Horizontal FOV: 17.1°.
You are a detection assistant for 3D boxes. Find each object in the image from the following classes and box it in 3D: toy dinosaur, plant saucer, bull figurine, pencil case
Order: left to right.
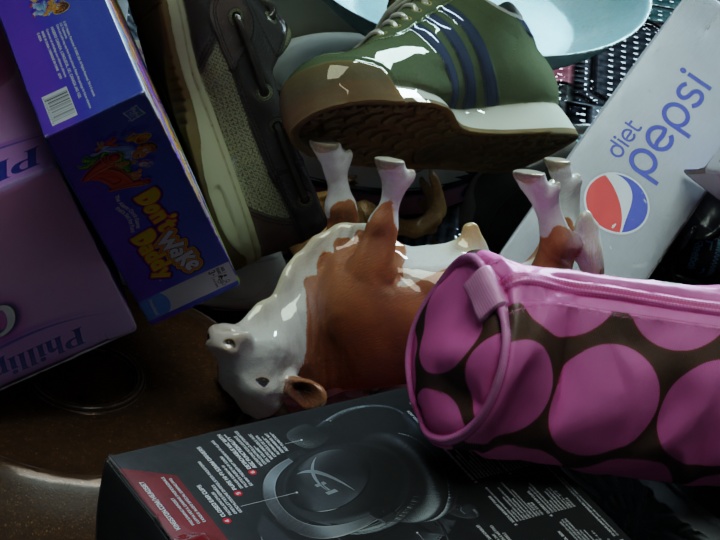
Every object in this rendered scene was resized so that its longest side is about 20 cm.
[{"bbox_3d":[-0.125,0.060,1.084,0.200,0.035,0.200,8,33,-5],"label":"plant saucer"},{"bbox_3d":[0.000,0.000,1.198,0.106,0.060,0.200,-15,48,-25],"label":"toy dinosaur"},{"bbox_3d":[0.023,0.007,1.082,0.200,0.122,0.065,2,13,-23],"label":"bull figurine"},{"bbox_3d":[0.059,-0.151,1.321,0.201,0.039,0.201,7,31,-4],"label":"plant saucer"},{"bbox_3d":[0.124,0.039,0.995,0.200,0.094,0.091,5,55,-19],"label":"pencil case"}]

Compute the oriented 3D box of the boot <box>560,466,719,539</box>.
[{"bbox_3d":[0.193,0.083,1.100,0.200,0.066,0.165,-21,52,-35],"label":"boot"}]

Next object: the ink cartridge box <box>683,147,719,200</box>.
[{"bbox_3d":[0.248,0.003,1.079,0.198,0.043,0.200,38,1,-5],"label":"ink cartridge box"}]

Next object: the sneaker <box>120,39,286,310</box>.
[{"bbox_3d":[-0.111,-0.053,1.194,0.200,0.100,0.075,37,32,26],"label":"sneaker"}]

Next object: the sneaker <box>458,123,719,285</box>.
[{"bbox_3d":[0.150,-0.031,1.262,0.200,0.075,0.079,-5,37,-21],"label":"sneaker"}]

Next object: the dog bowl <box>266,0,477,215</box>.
[{"bbox_3d":[0.000,-0.103,1.334,0.200,0.074,0.200,8,32,-5],"label":"dog bowl"}]

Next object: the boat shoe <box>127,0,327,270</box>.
[{"bbox_3d":[-0.065,-0.102,1.122,0.066,0.201,0.072,-17,11,-14],"label":"boat shoe"}]

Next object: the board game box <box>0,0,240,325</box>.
[{"bbox_3d":[-0.121,-0.093,1.050,0.045,0.135,0.200,-24,52,-1],"label":"board game box"}]

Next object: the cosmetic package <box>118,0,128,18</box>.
[{"bbox_3d":[-0.231,-0.179,1.271,0.123,0.200,0.199,34,39,33],"label":"cosmetic package"}]

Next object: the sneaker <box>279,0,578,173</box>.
[{"bbox_3d":[0.024,-0.101,1.150,0.200,0.067,0.090,3,65,-51],"label":"sneaker"}]

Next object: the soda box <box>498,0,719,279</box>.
[{"bbox_3d":[0.137,-0.046,1.203,0.068,0.063,0.200,34,64,4],"label":"soda box"}]

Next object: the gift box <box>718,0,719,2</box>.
[{"bbox_3d":[0.304,-0.136,1.307,0.187,0.200,0.185,22,22,-27],"label":"gift box"}]

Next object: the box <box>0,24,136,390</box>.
[{"bbox_3d":[-0.214,-0.027,1.074,0.176,0.097,0.200,-23,38,-2],"label":"box"}]

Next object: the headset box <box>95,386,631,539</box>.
[{"bbox_3d":[-0.004,0.128,0.968,0.200,0.077,0.149,-13,38,-30],"label":"headset box"}]
